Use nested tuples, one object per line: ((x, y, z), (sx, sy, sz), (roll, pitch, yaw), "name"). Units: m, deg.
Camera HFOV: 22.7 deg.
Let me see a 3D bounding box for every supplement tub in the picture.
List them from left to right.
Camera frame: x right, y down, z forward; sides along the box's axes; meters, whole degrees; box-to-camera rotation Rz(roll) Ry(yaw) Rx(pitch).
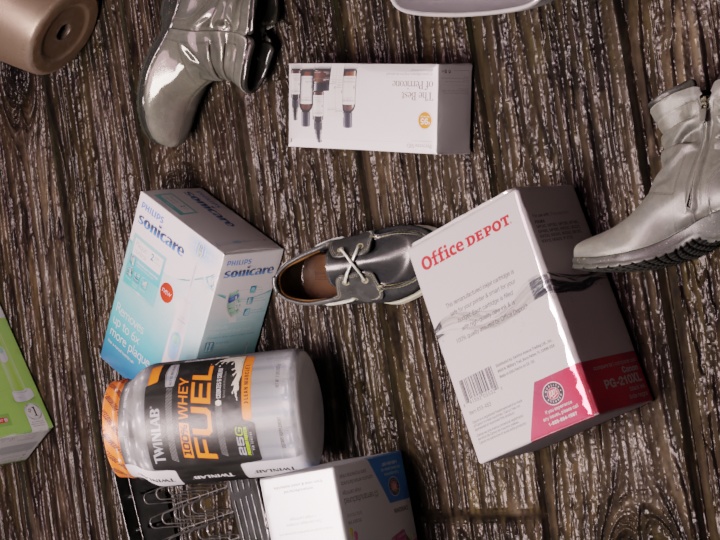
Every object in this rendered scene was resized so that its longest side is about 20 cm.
((-0.142, 0.145, 1.745), (0.199, 0.123, 0.123), (-7, 89, 11), "supplement tub")

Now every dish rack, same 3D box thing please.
((-0.174, 0.254, 1.901), (0.200, 0.054, 0.154), (-25, 78, 45), "dish rack")

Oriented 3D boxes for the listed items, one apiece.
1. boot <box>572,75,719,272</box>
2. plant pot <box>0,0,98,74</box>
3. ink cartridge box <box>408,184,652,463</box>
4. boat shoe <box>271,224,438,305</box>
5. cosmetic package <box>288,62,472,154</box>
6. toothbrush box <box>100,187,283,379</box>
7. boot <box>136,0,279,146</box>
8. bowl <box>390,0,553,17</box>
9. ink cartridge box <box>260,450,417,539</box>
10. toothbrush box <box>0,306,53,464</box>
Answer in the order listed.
((0.249, -0.075, 1.422), (0.199, 0.068, 0.131), (-18, 77, 38), "boot")
((-0.388, -0.310, 1.980), (0.174, 0.200, 0.201), (36, 121, 18), "plant pot")
((0.141, 0.044, 1.524), (0.145, 0.084, 0.201), (-30, 75, 44), "ink cartridge box")
((0.000, 0.000, 1.681), (0.199, 0.067, 0.072), (-11, 85, 45), "boat shoe")
((0.015, -0.151, 1.658), (0.199, 0.050, 0.083), (6, 100, 46), "cosmetic package")
((-0.177, 0.035, 1.856), (0.146, 0.085, 0.201), (36, 118, 37), "toothbrush box")
((-0.153, -0.204, 1.809), (0.130, 0.068, 0.201), (29, 114, 37), "boot")
((0.110, -0.317, 1.522), (0.199, 0.074, 0.201), (6, 100, 45), "bowl")
((-0.008, 0.278, 1.656), (0.084, 0.144, 0.201), (-12, 86, 27), "ink cartridge box")
((-0.478, 0.133, 2.138), (0.086, 0.145, 0.201), (-45, 64, 40), "toothbrush box")
